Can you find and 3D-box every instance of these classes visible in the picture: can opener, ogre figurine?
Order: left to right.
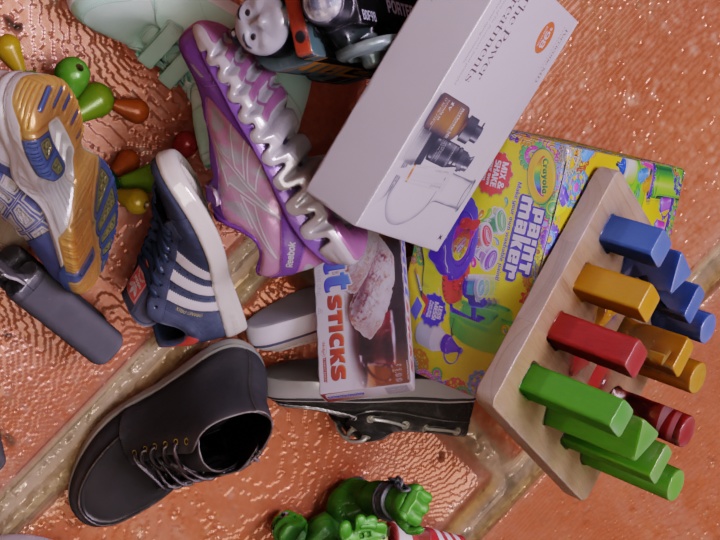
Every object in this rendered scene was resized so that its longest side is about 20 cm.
[{"bbox_3d":[-0.256,0.019,0.983,0.067,0.053,0.200,-48,138,-6],"label":"can opener"},{"bbox_3d":[-0.027,0.249,1.125,0.097,0.120,0.202,18,94,-19],"label":"ogre figurine"}]

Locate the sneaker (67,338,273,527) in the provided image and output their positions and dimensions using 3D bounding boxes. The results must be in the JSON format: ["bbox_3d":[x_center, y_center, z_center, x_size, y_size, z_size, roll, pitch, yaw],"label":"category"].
[{"bbox_3d":[-0.152,0.143,1.047,0.200,0.106,0.075,-43,115,9],"label":"sneaker"}]

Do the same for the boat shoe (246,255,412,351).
[{"bbox_3d":[0.003,0.042,1.119,0.199,0.071,0.070,-19,106,-23],"label":"boat shoe"}]

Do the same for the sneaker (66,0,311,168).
[{"bbox_3d":[-0.125,-0.143,0.996,0.199,0.074,0.119,17,63,-25],"label":"sneaker"}]

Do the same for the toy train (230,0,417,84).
[{"bbox_3d":[-0.011,-0.174,0.962,0.113,0.200,0.086,-13,91,23],"label":"toy train"}]

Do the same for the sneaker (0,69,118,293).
[{"bbox_3d":[-0.226,-0.064,0.926,0.087,0.076,0.201,10,142,13],"label":"sneaker"}]

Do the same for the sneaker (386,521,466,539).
[{"bbox_3d":[0.056,0.327,1.199,0.115,0.078,0.202,9,100,-21],"label":"sneaker"}]

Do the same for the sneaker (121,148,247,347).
[{"bbox_3d":[-0.143,-0.005,1.011,0.084,0.075,0.201,-19,141,-6],"label":"sneaker"}]

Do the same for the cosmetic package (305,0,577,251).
[{"bbox_3d":[0.061,-0.117,0.941,0.201,0.052,0.151,-59,158,9],"label":"cosmetic package"}]

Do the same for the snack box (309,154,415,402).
[{"bbox_3d":[0.000,0.000,1.055,0.071,0.024,0.202,-8,67,11],"label":"snack box"}]

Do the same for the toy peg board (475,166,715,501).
[{"bbox_3d":[0.207,0.065,1.020,0.200,0.097,0.200,-59,141,-13],"label":"toy peg board"}]

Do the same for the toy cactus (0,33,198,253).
[{"bbox_3d":[-0.232,-0.075,0.995,0.199,0.102,0.166,20,105,-32],"label":"toy cactus"}]

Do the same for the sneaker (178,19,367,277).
[{"bbox_3d":[-0.080,-0.077,0.954,0.088,0.081,0.201,-27,100,22],"label":"sneaker"}]

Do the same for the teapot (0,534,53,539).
[{"bbox_3d":[-0.267,0.307,1.034,0.198,0.146,0.199,-16,107,-16],"label":"teapot"}]

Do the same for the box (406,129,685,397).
[{"bbox_3d":[0.145,-0.005,1.090,0.192,0.121,0.202,3,102,-51],"label":"box"}]

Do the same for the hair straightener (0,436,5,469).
[{"bbox_3d":[-0.290,0.059,1.005,0.041,0.077,0.202,-9,104,-34],"label":"hair straightener"}]

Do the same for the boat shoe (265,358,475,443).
[{"bbox_3d":[0.009,0.113,1.134,0.198,0.071,0.064,5,100,-23],"label":"boat shoe"}]
